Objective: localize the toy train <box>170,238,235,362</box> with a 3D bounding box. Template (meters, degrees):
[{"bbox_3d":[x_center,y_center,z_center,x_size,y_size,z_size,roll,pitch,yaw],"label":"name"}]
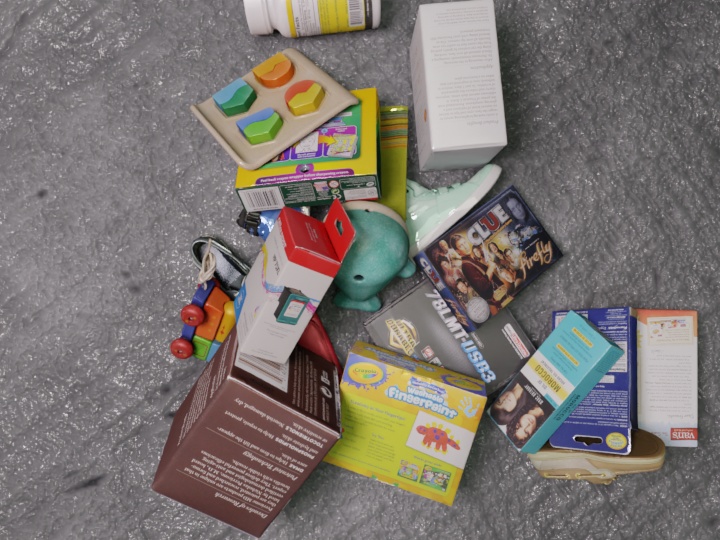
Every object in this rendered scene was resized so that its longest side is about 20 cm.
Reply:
[{"bbox_3d":[-0.189,0.057,0.883,0.115,0.085,0.201,23,125,-7],"label":"toy train"}]

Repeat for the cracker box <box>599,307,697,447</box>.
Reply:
[{"bbox_3d":[0.430,0.159,0.932,0.132,0.058,0.203,2,87,1],"label":"cracker box"}]

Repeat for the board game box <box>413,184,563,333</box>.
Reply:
[{"bbox_3d":[0.192,-0.021,0.913,0.199,0.035,0.136,-36,89,-24],"label":"board game box"}]

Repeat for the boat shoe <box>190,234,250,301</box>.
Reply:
[{"bbox_3d":[-0.185,0.027,0.930,0.073,0.062,0.200,-42,86,-1],"label":"boat shoe"}]

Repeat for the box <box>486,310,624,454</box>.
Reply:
[{"bbox_3d":[0.276,0.162,0.888,0.201,0.049,0.082,-55,44,15],"label":"box"}]

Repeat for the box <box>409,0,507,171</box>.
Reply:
[{"bbox_3d":[0.137,-0.260,0.900,0.105,0.152,0.203,-5,88,-1],"label":"box"}]

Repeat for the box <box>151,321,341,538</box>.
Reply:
[{"bbox_3d":[-0.147,0.205,0.831,0.163,0.166,0.201,31,108,-17],"label":"box"}]

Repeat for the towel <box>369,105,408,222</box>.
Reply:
[{"bbox_3d":[0.028,-0.160,0.919,0.085,0.018,0.202,-3,66,14],"label":"towel"}]

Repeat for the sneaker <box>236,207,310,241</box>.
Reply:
[{"bbox_3d":[-0.130,-0.046,0.926,0.110,0.077,0.203,1,84,-6],"label":"sneaker"}]

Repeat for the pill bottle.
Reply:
[{"bbox_3d":[-0.073,-0.414,0.924,0.197,0.114,0.116,-6,88,-1],"label":"pill bottle"}]

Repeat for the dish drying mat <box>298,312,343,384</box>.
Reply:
[{"bbox_3d":[-0.061,0.171,0.949,0.076,0.018,0.202,-24,88,0],"label":"dish drying mat"}]

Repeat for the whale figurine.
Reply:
[{"bbox_3d":[0.000,0.000,0.875,0.157,0.201,0.104,8,45,-1],"label":"whale figurine"}]

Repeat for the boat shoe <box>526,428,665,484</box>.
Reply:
[{"bbox_3d":[0.339,0.269,0.889,0.074,0.199,0.067,-38,111,-44],"label":"boat shoe"}]

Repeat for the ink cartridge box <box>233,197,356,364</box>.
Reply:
[{"bbox_3d":[-0.089,0.002,0.786,0.067,0.116,0.201,20,112,-26],"label":"ink cartridge box"}]

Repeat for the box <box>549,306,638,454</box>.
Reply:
[{"bbox_3d":[0.335,0.157,0.890,0.032,0.120,0.202,22,69,-43],"label":"box"}]

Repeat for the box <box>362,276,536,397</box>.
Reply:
[{"bbox_3d":[0.136,0.106,0.939,0.197,0.050,0.201,-34,89,-1],"label":"box"}]

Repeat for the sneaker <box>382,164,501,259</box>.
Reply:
[{"bbox_3d":[0.113,-0.122,0.934,0.200,0.074,0.118,-40,85,-3],"label":"sneaker"}]

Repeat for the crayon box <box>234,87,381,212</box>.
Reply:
[{"bbox_3d":[-0.070,-0.176,0.891,0.197,0.059,0.174,-4,54,8],"label":"crayon box"}]

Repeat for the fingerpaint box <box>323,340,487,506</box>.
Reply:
[{"bbox_3d":[0.061,0.214,0.881,0.198,0.073,0.169,16,100,6],"label":"fingerpaint box"}]

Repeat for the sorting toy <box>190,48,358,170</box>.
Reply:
[{"bbox_3d":[-0.129,-0.246,0.892,0.199,0.037,0.185,-33,54,-14],"label":"sorting toy"}]
